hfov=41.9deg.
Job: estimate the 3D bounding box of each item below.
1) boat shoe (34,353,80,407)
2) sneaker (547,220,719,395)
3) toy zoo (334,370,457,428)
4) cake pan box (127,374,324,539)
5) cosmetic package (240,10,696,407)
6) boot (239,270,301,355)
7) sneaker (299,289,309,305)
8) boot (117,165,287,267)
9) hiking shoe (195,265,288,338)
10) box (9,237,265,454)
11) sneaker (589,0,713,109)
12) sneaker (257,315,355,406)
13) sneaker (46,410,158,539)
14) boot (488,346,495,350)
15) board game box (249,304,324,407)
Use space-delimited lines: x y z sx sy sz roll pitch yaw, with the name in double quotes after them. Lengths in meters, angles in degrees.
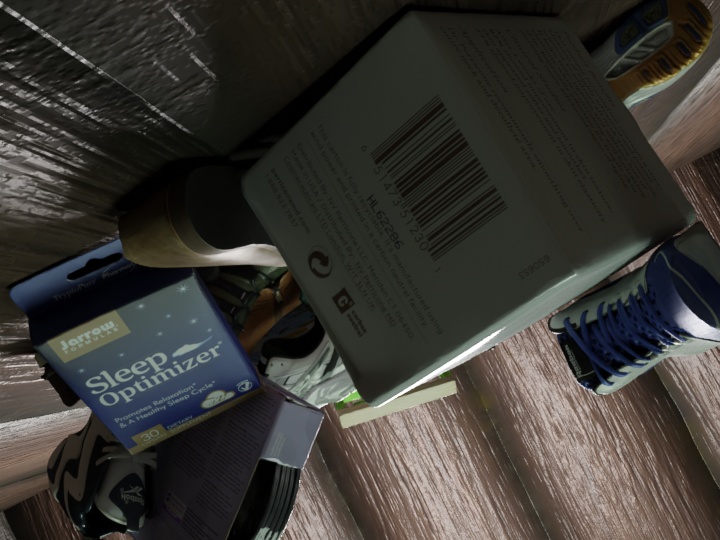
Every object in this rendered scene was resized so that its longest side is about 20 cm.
-0.243 0.092 0.941 0.072 0.061 0.201 -29 173 20 "boat shoe"
0.186 0.037 0.610 0.115 0.081 0.199 -35 172 6 "sneaker"
0.018 0.090 1.069 0.131 0.021 0.200 -17 -147 -6 "toy zoo"
-0.128 0.175 0.826 0.052 0.185 0.200 22 176 -35 "cake pan box"
0.072 -0.044 0.591 0.166 0.168 0.200 -39 167 36 "cosmetic package"
-0.129 0.044 0.933 0.200 0.074 0.155 -44 171 -11 "boot"
0.000 0.000 0.859 0.200 0.087 0.075 121 -6 -69 "sneaker"
-0.080 -0.032 0.637 0.075 0.074 0.200 -17 170 29 "boot"
-0.120 0.035 0.800 0.199 0.101 0.076 -26 174 -6 "hiking shoe"
-0.157 0.057 0.693 0.121 0.032 0.200 -25 140 -3 "box"
0.191 -0.141 0.758 0.199 0.076 0.088 -28 174 18 "sneaker"
-0.081 0.110 0.905 0.200 0.088 0.076 -40 -157 -3 "sneaker"
-0.200 0.159 0.824 0.199 0.130 0.079 -49 135 11 "sneaker"
0.106 0.023 1.073 0.077 0.168 0.200 -61 161 13 "boot"
-0.056 0.070 1.064 0.199 0.041 0.200 -24 -144 -17 "board game box"
